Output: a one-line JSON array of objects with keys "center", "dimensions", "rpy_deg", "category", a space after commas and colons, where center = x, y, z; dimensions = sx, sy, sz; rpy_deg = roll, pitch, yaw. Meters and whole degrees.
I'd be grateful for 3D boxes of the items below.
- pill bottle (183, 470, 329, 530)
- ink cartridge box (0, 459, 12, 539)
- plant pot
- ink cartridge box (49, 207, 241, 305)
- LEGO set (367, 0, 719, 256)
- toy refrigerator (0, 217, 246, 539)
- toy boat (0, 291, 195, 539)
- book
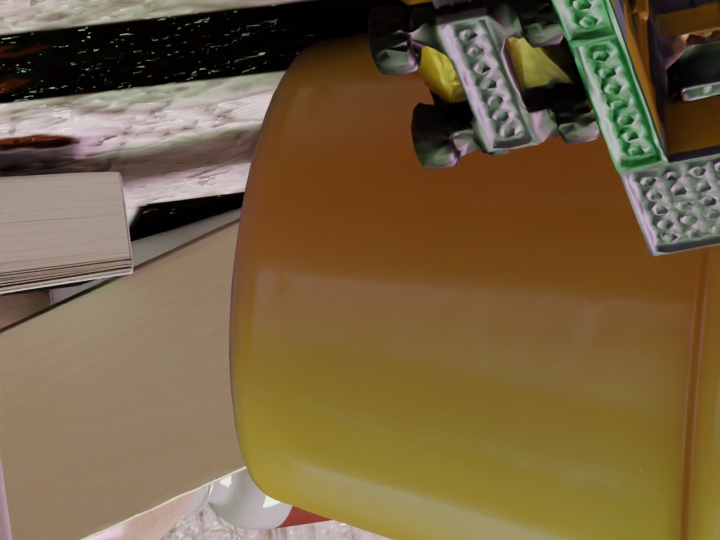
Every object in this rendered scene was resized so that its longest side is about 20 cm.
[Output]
[{"center": [-0.023, 0.078, 1.342], "dimensions": [0.199, 0.113, 0.112], "rpy_deg": [-5, 172, -24], "category": "pill bottle"}, {"center": [-0.171, 0.028, 0.632], "dimensions": [0.083, 0.147, 0.200], "rpy_deg": [-6, 173, -33], "category": "ink cartridge box"}, {"center": [0.073, 0.009, 0.682], "dimensions": [0.188, 0.202, 0.201], "rpy_deg": [6, 176, 15], "category": "plant pot"}, {"center": [0.000, 0.000, 1.013], "dimensions": [0.200, 0.050, 0.162], "rpy_deg": [-12, 173, 38], "category": "ink cartridge box"}, {"center": [0.094, -0.090, 0.345], "dimensions": [0.199, 0.116, 0.154], "rpy_deg": [-16, 141, 20], "category": "LEGO set"}, {"center": [-0.053, 0.029, 0.857], "dimensions": [0.200, 0.076, 0.070], "rpy_deg": [-25, -176, 10], "category": "toy refrigerator"}, {"center": [-0.161, 0.058, 1.098], "dimensions": [0.200, 0.131, 0.131], "rpy_deg": [-2, -160, -39], "category": "toy boat"}, {"center": [-0.185, -0.001, 0.825], "dimensions": [0.199, 0.048, 0.134], "rpy_deg": [-8, 179, -15], "category": "book"}]
